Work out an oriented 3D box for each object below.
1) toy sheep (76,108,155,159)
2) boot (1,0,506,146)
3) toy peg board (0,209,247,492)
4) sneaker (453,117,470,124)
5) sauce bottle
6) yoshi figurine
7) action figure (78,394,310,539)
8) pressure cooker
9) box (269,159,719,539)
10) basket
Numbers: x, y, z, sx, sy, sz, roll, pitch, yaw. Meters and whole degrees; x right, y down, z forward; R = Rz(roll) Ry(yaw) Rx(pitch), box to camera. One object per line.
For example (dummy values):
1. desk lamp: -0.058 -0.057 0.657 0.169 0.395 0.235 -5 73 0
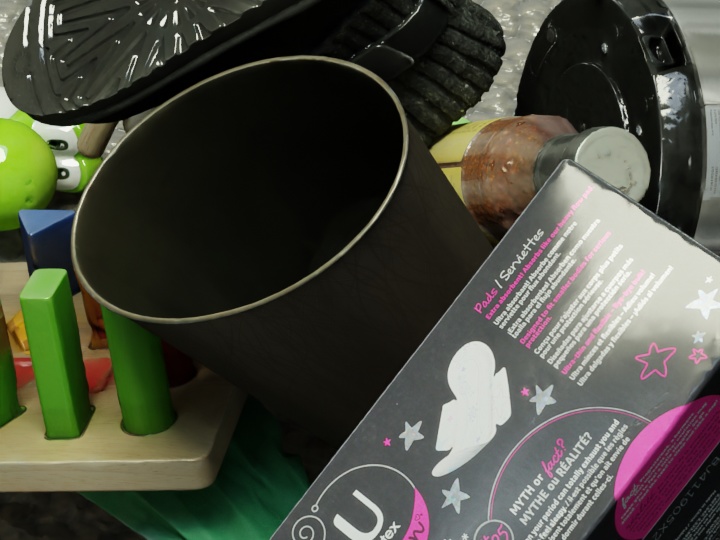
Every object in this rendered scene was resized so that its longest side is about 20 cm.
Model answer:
1. toy sheep: -0.069 -0.104 1.507 0.200 0.138 0.138 21 51 -15
2. boot: -0.049 -0.099 1.405 0.211 0.158 0.079 -20 59 19
3. toy peg board: -0.156 0.017 1.464 0.200 0.098 0.199 -1 30 12
4. sneaker: 0.000 0.000 1.527 0.084 0.077 0.200 6 47 34
5. sauce bottle: 0.074 -0.042 1.402 0.066 0.066 0.200 -36 14 -19
6. yoshi figurine: -0.244 -0.063 1.592 0.200 0.112 0.112 1 59 8
7. action figure: -0.059 0.125 1.437 0.118 0.055 0.200 -34 49 -18
8. pressure cooker: 0.196 -0.056 1.450 0.200 0.176 0.179 -2 42 -23
9. box: 0.082 0.080 1.173 0.115 0.132 0.200 37 88 32
10. basket: -0.007 0.011 1.365 0.180 0.200 0.136 -10 55 30
